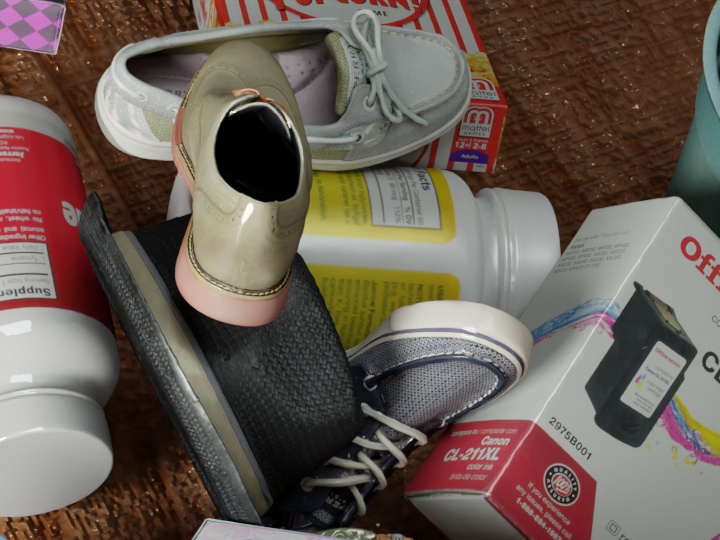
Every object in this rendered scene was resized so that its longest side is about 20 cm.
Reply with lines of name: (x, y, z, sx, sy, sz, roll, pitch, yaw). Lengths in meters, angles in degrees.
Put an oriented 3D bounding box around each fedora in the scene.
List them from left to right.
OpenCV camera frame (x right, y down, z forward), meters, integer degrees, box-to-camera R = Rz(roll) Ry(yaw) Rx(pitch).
fedora: (-0.059, 0.037, 1.458, 0.091, 0.201, 0.201, -27, 65, -6)

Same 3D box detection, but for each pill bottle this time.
pill bottle: (-0.185, 0.019, 1.539, 0.112, 0.112, 0.201, -4, 58, -18)
pill bottle: (0.000, 0.000, 1.604, 0.199, 0.115, 0.115, 3, 55, -14)

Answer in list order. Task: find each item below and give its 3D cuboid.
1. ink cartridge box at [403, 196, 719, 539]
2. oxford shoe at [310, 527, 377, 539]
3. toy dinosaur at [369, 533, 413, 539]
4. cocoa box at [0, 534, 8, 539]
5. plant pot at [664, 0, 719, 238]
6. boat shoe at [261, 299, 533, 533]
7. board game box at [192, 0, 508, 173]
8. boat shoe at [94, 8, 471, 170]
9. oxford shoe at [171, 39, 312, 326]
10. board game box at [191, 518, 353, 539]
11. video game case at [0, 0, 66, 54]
ink cartridge box: (0.139, 0.083, 1.547, 0.146, 0.083, 0.200, 44, 65, -19)
oxford shoe: (-0.076, 0.177, 1.501, 0.199, 0.058, 0.076, -11, 65, -5)
toy dinosaur: (0.001, 0.232, 1.420, 0.102, 0.136, 0.201, 26, 69, -6)
cocoa box: (-0.150, 0.236, 1.387, 0.199, 0.131, 0.134, 32, 54, 8)
plant pot: (0.255, -0.041, 1.653, 0.199, 0.196, 0.201, 7, 54, -10)
boat shoe: (0.008, 0.085, 1.510, 0.074, 0.200, 0.093, 31, 57, -24)
board game box: (-0.012, -0.128, 1.688, 0.150, 0.047, 0.200, 3, 32, -14)
boat shoe: (-0.035, -0.097, 1.549, 0.201, 0.065, 0.075, -1, 72, -14)
oxford shoe: (-0.048, -0.059, 1.424, 0.070, 0.074, 0.201, 11, 36, -13)
board game box: (-0.010, 0.189, 1.293, 0.199, 0.041, 0.200, 7, 31, 18)
video game case: (-0.261, -0.184, 1.632, 0.199, 0.036, 0.182, 7, 29, -11)
